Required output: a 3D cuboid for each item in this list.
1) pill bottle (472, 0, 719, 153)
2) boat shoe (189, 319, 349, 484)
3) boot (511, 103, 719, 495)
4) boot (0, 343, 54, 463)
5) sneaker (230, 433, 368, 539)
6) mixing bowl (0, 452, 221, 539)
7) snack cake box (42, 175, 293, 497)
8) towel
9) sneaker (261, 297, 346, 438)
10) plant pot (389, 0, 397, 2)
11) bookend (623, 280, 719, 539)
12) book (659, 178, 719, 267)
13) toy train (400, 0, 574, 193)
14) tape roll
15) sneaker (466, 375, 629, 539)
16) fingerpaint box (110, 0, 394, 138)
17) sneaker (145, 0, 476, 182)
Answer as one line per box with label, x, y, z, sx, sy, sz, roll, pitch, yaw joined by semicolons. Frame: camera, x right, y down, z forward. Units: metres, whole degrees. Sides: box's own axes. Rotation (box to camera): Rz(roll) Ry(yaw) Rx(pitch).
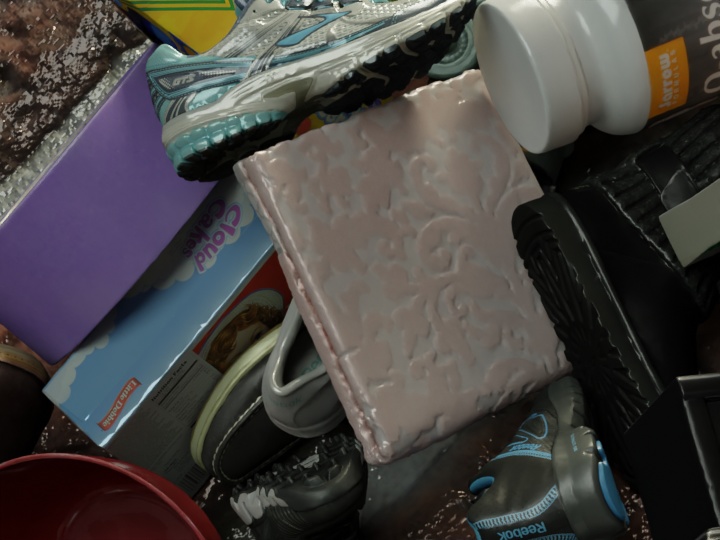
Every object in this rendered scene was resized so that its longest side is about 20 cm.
pill bottle;0.175;-0.148;1.315;0.199;0.117;0.117;-23;56;-14
boat shoe;-0.018;0.062;1.377;0.201;0.072;0.066;-43;51;-3
boot;0.197;0.020;1.289;0.157;0.079;0.212;-23;87;-19
boot;-0.247;0.155;1.387;0.072;0.200;0.167;17;53;-10
sneaker;-0.021;0.149;1.286;0.066;0.200;0.091;-27;88;-16
mixing bowl;-0.152;0.194;1.338;0.199;0.108;0.201;3;101;16
snack cake box;-0.090;0.035;1.398;0.067;0.115;0.200;38;87;34
towel;0.039;-0.005;1.285;0.032;0.200;0.192;-31;84;50
sneaker;0.000;0.000;1.315;0.075;0.089;0.201;21;77;13
plant pot;0.014;-0.257;1.455;0.199;0.200;0.191;20;89;31
bookend;0.227;0.060;1.176;0.198;0.092;0.201;-4;64;-19
book;0.272;-0.070;1.214;0.199;0.134;0.048;-24;84;-15
toy train;0.093;-0.122;1.406;0.114;0.085;0.201;14;74;21
tape roll;-0.163;-0.043;1.417;0.085;0.200;0.200;40;88;-10
sneaker;0.095;0.109;1.232;0.082;0.200;0.074;-20;93;5
fingerpaint box;-0.079;-0.149;1.426;0.167;0.200;0.073;38;88;33
sneaker;-0.030;-0.131;1.269;0.199;0.078;0.087;-26;78;-6
